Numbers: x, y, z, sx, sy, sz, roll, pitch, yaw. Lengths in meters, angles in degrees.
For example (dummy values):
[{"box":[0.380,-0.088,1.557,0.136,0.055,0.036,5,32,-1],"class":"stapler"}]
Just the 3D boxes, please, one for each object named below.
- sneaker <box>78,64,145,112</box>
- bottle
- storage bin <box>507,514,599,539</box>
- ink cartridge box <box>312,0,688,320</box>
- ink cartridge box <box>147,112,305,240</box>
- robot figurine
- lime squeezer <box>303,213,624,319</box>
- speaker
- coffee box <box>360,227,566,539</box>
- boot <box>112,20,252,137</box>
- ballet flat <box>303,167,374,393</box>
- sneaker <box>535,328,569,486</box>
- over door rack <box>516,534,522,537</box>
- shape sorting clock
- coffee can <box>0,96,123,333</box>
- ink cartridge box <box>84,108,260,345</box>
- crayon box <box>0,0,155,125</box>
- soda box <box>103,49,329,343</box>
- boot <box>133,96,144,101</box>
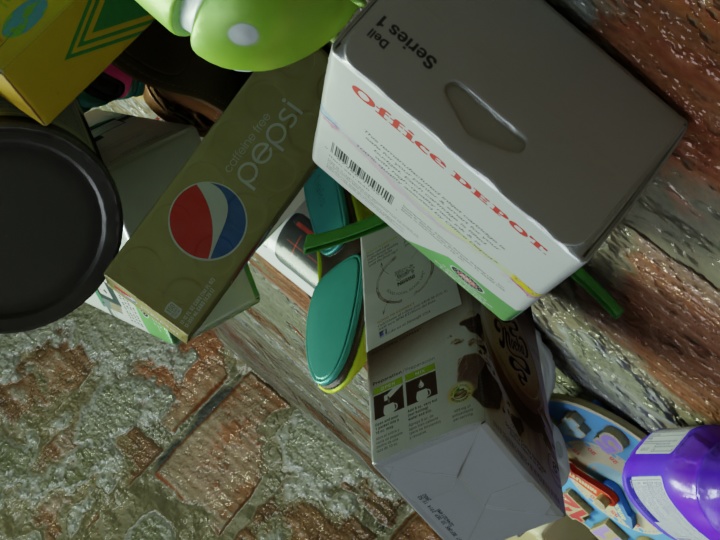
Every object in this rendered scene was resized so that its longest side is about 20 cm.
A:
[{"box":[-0.216,-0.185,1.143,0.084,0.120,0.200,67,-175,32],"class":"sneaker"},{"box":[0.230,0.138,0.984,0.083,0.065,0.200,42,170,1],"class":"bottle"},{"box":[0.209,0.251,1.467,0.199,0.094,0.200,47,169,-22],"class":"storage bin"},{"box":[0.058,-0.062,0.754,0.145,0.084,0.200,40,170,3],"class":"ink cartridge box"},{"box":[-0.138,-0.092,1.317,0.200,0.117,0.067,32,164,46],"class":"ink cartridge box"},{"box":[-0.074,-0.176,0.714,0.200,0.116,0.175,42,171,4],"class":"robot figurine"},{"box":[0.070,-0.025,0.951,0.199,0.071,0.038,13,140,3],"class":"lime squeezer"},{"box":[-0.003,0.002,1.296,0.200,0.081,0.081,38,169,29],"class":"speaker"},{"box":[0.062,0.061,0.988,0.113,0.079,0.201,49,-155,-39],"class":"coffee box"},{"box":[-0.137,-0.144,1.105,0.199,0.074,0.155,30,168,-18],"class":"boot"},{"box":[0.000,0.000,1.086,0.067,0.067,0.201,22,-132,-34],"class":"ballet flat"},{"box":[0.099,0.109,1.189,0.078,0.099,0.201,18,132,52],"class":"sneaker"},{"box":[0.099,0.117,1.359,0.148,0.066,0.200,52,-173,-44],"class":"over door rack"},{"box":[0.206,0.176,1.248,0.200,0.039,0.200,37,159,17],"class":"shape sorting clock"},{"box":[-0.248,-0.071,1.032,0.146,0.146,0.200,50,-175,-35],"class":"coffee can"},{"box":[-0.176,-0.039,1.193,0.200,0.084,0.147,15,130,58],"class":"ink cartridge box"},{"box":[-0.184,-0.167,0.936,0.127,0.200,0.051,33,165,47],"class":"crayon box"},{"box":[-0.079,-0.054,0.991,0.068,0.200,0.064,36,171,-1],"class":"soda box"},{"box":[-0.242,-0.233,1.275,0.175,0.066,0.200,39,168,20],"class":"boot"}]
